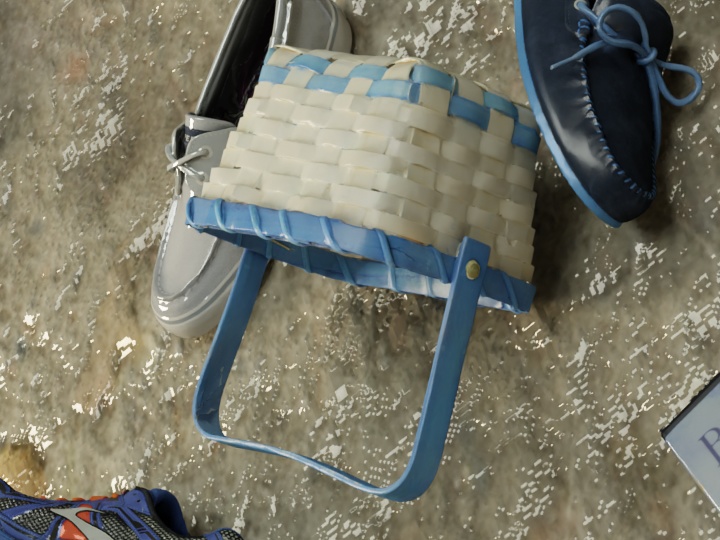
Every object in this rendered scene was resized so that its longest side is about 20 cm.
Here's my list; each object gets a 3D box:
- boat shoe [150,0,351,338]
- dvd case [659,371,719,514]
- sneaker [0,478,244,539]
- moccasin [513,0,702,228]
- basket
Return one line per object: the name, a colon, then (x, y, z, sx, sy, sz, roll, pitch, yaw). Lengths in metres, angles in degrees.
boat shoe: (-0.069, -0.065, 1.503, 0.072, 0.068, 0.201, 21, 81, 46)
dvd case: (0.224, 0.083, 1.188, 0.143, 0.018, 0.200, -47, 43, 12)
sneaker: (-0.124, 0.144, 1.438, 0.199, 0.075, 0.079, 22, 72, 39)
moccasin: (0.115, -0.114, 1.359, 0.068, 0.080, 0.201, -28, 51, 22)
basket: (0.000, 0.000, 1.351, 0.176, 0.139, 0.201, 15, 83, 49)
